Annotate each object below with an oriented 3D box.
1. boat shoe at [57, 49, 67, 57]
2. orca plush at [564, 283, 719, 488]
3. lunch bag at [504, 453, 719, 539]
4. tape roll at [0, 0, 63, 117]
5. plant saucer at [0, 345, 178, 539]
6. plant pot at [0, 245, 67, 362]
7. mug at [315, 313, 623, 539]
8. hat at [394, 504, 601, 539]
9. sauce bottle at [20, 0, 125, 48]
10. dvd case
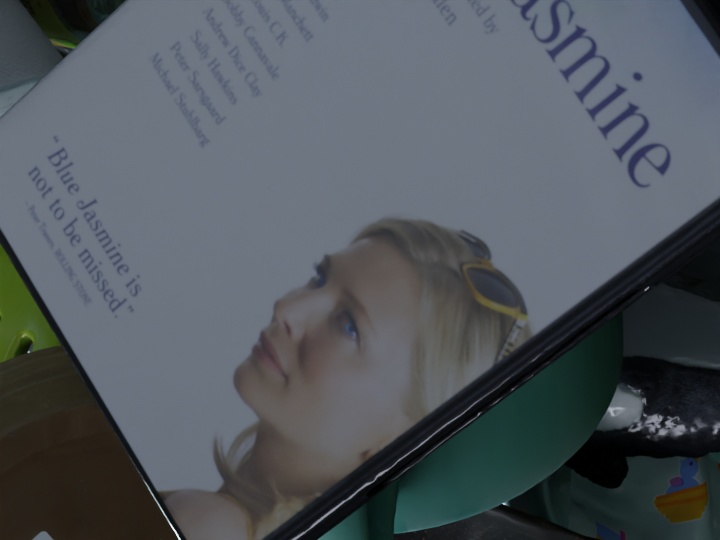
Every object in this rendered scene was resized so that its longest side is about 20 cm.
[{"bbox_3d":[-0.101,-0.045,0.888,0.063,0.073,0.200,26,174,36],"label":"boat shoe"},{"bbox_3d":[0.089,0.036,0.762,0.199,0.105,0.071,-1,129,11],"label":"orca plush"},{"bbox_3d":[0.058,0.083,0.910,0.170,0.122,0.200,16,162,41],"label":"lunch bag"},{"bbox_3d":[-0.203,-0.049,0.706,0.139,0.202,0.203,51,162,5],"label":"tape roll"},{"bbox_3d":[-0.114,0.128,0.929,0.200,0.200,0.029,44,175,-32],"label":"plant saucer"},{"bbox_3d":[-0.123,0.094,1.040,0.199,0.182,0.200,31,174,-35],"label":"plant pot"},{"bbox_3d":[0.007,-0.006,0.681,0.185,0.152,0.115,51,158,48],"label":"mug"},{"bbox_3d":[0.017,0.110,0.782,0.200,0.081,0.201,-1,137,-1],"label":"hat"},{"bbox_3d":[-0.130,-0.114,0.799,0.200,0.065,0.065,14,155,47],"label":"sauce bottle"},{"bbox_3d":[-0.002,-0.028,0.578,0.143,0.200,0.018,57,-155,13],"label":"dvd case"}]
